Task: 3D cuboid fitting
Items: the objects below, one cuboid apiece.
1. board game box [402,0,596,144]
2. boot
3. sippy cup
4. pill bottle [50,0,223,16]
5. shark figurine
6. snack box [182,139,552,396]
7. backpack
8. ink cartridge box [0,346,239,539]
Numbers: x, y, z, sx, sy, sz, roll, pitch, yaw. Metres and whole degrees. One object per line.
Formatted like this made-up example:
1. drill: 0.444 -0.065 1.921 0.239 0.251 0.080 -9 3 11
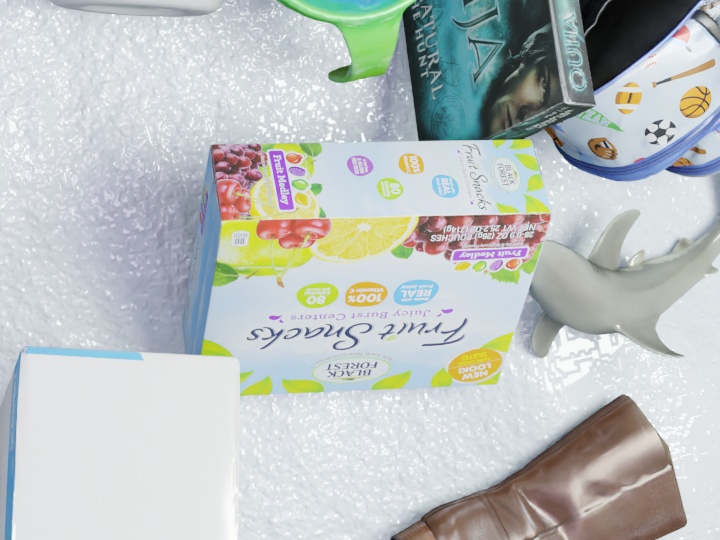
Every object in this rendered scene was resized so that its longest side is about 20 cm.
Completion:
1. board game box: 0.075 -0.175 1.439 0.028 0.135 0.201 2 74 -38
2. boot: 0.142 0.200 1.537 0.199 0.064 0.187 -28 100 -15
3. sippy cup: -0.021 -0.214 1.441 0.139 0.130 0.179 23 87 -14
4. pill bottle: -0.132 -0.256 1.424 0.110 0.111 0.201 2 91 -13
5. shark figurine: 0.193 0.014 1.517 0.214 0.090 0.129 -19 138 -30
6. snack box: 0.000 0.000 1.439 0.199 0.169 0.068 0 50 -13
7. backpack: 0.185 -0.146 1.475 0.190 0.200 0.154 -39 113 -6
8. ink cartridge box: -0.151 0.131 1.402 0.128 0.200 0.126 4 74 -13
